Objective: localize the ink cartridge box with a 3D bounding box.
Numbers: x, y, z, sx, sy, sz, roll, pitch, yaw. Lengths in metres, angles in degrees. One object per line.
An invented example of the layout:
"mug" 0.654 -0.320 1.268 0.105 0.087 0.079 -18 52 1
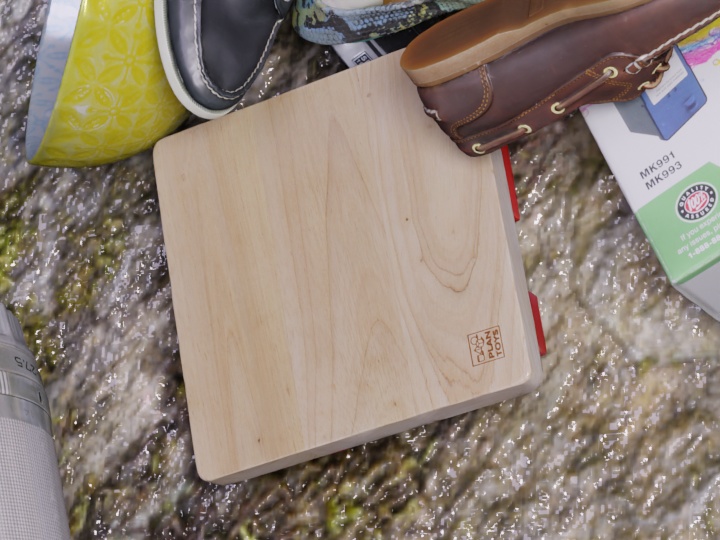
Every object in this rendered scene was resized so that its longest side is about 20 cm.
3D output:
"ink cartridge box" 0.189 -0.099 1.313 0.145 0.087 0.200 -33 60 17

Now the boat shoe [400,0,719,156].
"boat shoe" 0.119 -0.116 1.271 0.200 0.070 0.070 -20 26 31

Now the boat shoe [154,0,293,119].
"boat shoe" -0.055 -0.178 1.379 0.066 0.074 0.200 -13 54 44

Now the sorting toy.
"sorting toy" 0.000 0.000 1.395 0.198 0.070 0.201 -19 68 23

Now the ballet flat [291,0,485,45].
"ballet flat" 0.030 -0.167 1.345 0.200 0.074 0.074 -11 70 35

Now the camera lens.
"camera lens" -0.245 0.133 1.434 0.160 0.160 0.200 -22 66 21

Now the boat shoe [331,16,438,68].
"boat shoe" -0.027 -0.201 1.466 0.068 0.074 0.200 -39 63 10

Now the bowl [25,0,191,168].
"bowl" -0.117 -0.147 1.466 0.107 0.200 0.201 11 78 -13
